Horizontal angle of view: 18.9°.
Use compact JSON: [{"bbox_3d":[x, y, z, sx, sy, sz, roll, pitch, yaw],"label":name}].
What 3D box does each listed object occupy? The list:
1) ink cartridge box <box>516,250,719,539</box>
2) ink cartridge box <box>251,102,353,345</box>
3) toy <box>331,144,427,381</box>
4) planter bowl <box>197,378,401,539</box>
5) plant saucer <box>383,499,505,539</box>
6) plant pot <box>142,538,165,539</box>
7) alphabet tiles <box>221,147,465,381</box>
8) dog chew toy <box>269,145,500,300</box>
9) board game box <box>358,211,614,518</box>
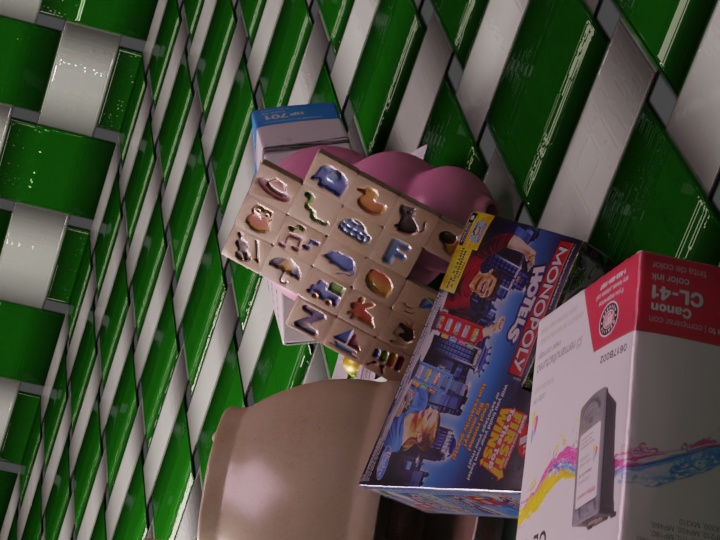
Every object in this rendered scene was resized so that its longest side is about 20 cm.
[{"bbox_3d":[0.148,0.109,1.154,0.148,0.085,0.202,138,144,-65],"label":"ink cartridge box"},{"bbox_3d":[-0.044,-0.044,1.910,0.200,0.085,0.148,-107,14,-65],"label":"ink cartridge box"},{"bbox_3d":[0.028,0.007,1.743,0.115,0.047,0.202,165,122,-71],"label":"toy"},{"bbox_3d":[-0.046,0.170,1.599,0.200,0.133,0.202,10,-90,-86],"label":"planter bowl"},{"bbox_3d":[0.061,0.174,1.515,0.200,0.032,0.202,-166,90,-75],"label":"plant saucer"},{"bbox_3d":[-0.111,0.343,1.721,0.200,0.192,0.197,126,153,-66],"label":"plant pot"},{"bbox_3d":[0.000,0.000,1.582,0.168,0.199,0.008,-62,0,43],"label":"alphabet tiles"},{"bbox_3d":[0.015,-0.035,1.627,0.199,0.124,0.126,-3,70,34],"label":"dog chew toy"},{"bbox_3d":[0.100,0.077,1.361,0.200,0.061,0.202,22,89,63],"label":"board game box"}]
